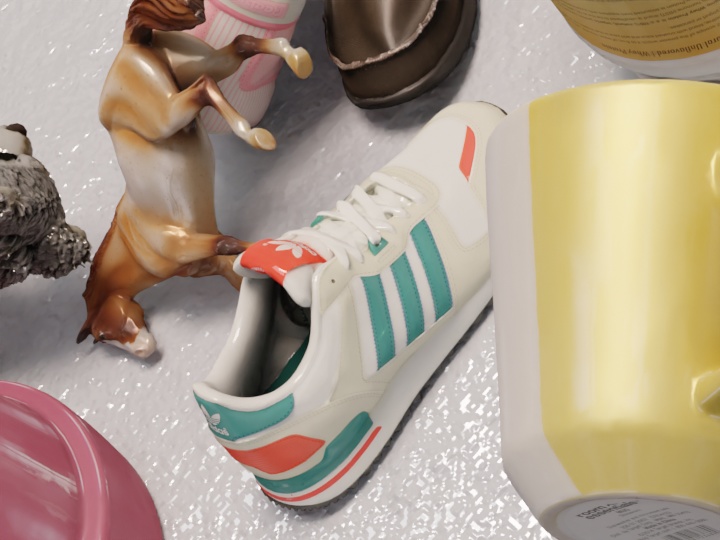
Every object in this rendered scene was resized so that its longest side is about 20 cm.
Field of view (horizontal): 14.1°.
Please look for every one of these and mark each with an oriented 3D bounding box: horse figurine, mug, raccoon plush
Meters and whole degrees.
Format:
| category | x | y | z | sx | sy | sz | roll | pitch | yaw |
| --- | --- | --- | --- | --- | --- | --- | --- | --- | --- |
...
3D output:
| category | x | y | z | sx | sy | sz | roll | pitch | yaw |
| --- | --- | --- | --- | --- | --- | --- | --- | --- | --- |
| horse figurine | -0.077 | -0.047 | 1.299 | 0.132 | 0.201 | 0.050 | 18 | 33 | 39 |
| mug | 0.111 | 0.020 | 1.101 | 0.148 | 0.187 | 0.154 | 1 | 68 | 14 |
| raccoon plush | -0.200 | 0.025 | 1.347 | 0.134 | 0.096 | 0.201 | 19 | 101 | 40 |

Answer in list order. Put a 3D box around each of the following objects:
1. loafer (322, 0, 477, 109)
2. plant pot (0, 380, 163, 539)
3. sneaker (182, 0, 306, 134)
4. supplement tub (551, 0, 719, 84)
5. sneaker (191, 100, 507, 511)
| category | x | y | z | sx | sy | sz | roll | pitch | yaw |
| --- | --- | --- | --- | --- | --- | --- | --- | --- | --- |
| loafer | 0.008 | -0.165 | 1.367 | 0.073 | 0.071 | 0.201 | -17 | 51 | 25 |
| plant pot | -0.212 | 0.115 | 1.253 | 0.199 | 0.179 | 0.201 | -19 | 50 | 24 |
| sneaker | -0.067 | -0.136 | 1.397 | 0.201 | 0.075 | 0.105 | -90 | 22 | -59 |
| supplement tub | 0.123 | -0.171 | 1.200 | 0.144 | 0.200 | 0.145 | -18 | 51 | 23 |
| sneaker | -0.001 | 0.000 | 1.243 | 0.070 | 0.093 | 0.200 | 23 | 75 | 42 |
